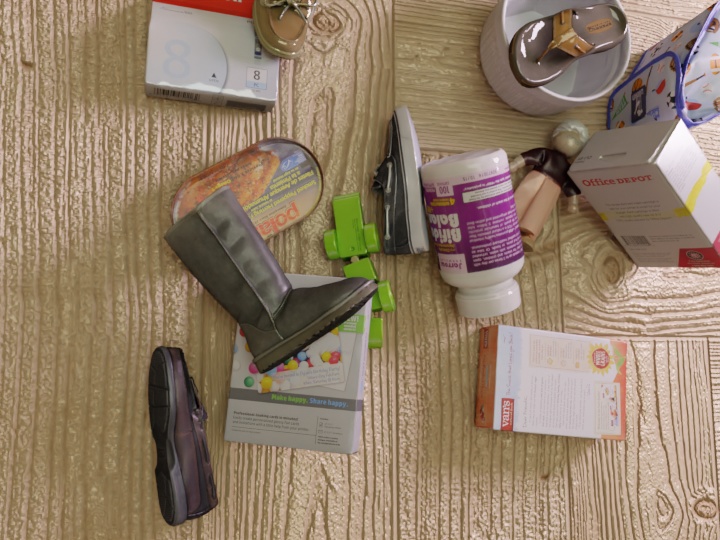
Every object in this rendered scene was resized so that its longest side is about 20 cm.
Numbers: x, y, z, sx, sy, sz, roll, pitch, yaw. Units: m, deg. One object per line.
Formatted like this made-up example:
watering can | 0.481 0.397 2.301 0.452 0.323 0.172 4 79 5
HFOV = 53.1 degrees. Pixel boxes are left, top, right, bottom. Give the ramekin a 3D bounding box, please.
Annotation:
ramekin | 0.261 -0.313 1.004 0.199 0.105 0.202 3 81 -17

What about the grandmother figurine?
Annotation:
grandmother figurine | 0.261 -0.123 1.004 0.121 0.060 0.201 35 77 -19

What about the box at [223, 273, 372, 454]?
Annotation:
box | -0.071 0.106 0.850 0.155 0.041 0.202 4 80 10

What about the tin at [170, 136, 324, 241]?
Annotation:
tin | -0.138 -0.085 0.888 0.199 0.042 0.112 -31 88 -18

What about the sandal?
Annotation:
sandal | 0.273 -0.298 0.921 0.199 0.055 0.082 -23 89 -19

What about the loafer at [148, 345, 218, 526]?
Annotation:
loafer | -0.202 0.184 0.825 0.063 0.072 0.202 -4 90 -37

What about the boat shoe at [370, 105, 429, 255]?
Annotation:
boat shoe | 0.046 -0.117 0.935 0.067 0.072 0.202 -7 78 12

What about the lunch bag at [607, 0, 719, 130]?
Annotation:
lunch bag | 0.447 -0.256 1.018 0.124 0.170 0.201 36 75 -6

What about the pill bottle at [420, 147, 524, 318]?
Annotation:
pill bottle | 0.147 -0.046 0.920 0.112 0.112 0.201 -17 102 -18

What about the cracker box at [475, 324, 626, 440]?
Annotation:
cracker box | 0.256 0.151 0.965 0.199 0.058 0.135 9 79 -16

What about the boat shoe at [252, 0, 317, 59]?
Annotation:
boat shoe | -0.090 -0.358 0.902 0.073 0.063 0.201 11 65 -24

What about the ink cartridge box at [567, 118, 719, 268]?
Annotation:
ink cartridge box | 0.400 -0.098 0.971 0.200 0.145 0.084 45 71 -24

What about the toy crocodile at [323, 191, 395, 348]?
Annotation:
toy crocodile | 0.000 0.000 0.908 0.067 0.062 0.201 -14 81 7

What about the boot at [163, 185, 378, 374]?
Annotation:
boot | -0.102 -0.008 0.812 0.181 0.073 0.201 -32 80 2

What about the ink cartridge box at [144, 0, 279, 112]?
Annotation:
ink cartridge box | -0.181 -0.308 0.899 0.159 0.047 0.202 4 83 -17
